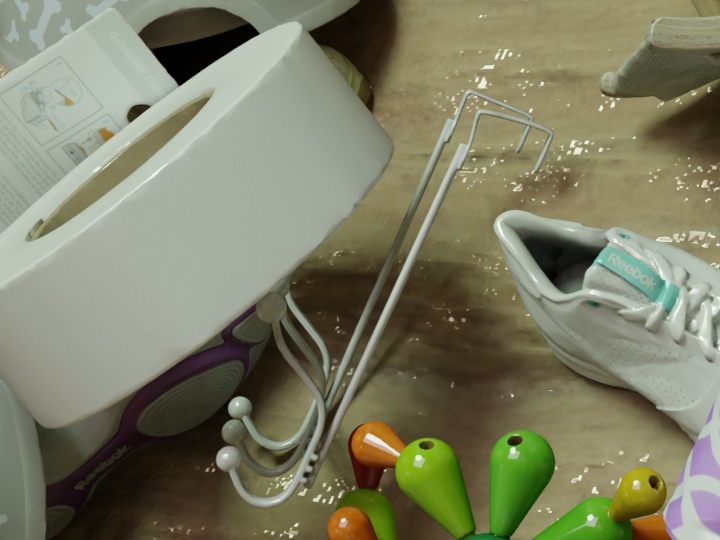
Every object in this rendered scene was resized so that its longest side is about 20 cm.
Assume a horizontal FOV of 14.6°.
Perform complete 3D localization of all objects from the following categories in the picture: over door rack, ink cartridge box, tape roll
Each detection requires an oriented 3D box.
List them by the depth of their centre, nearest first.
[{"bbox_3d":[-0.084,-0.020,1.225,0.202,0.071,0.202,-37,12,9],"label":"tape roll"},{"bbox_3d":[0.000,0.000,1.229,0.200,0.067,0.148,-54,4,6],"label":"over door rack"},{"bbox_3d":[-0.152,-0.031,1.370,0.200,0.160,0.047,-30,28,18],"label":"ink cartridge box"}]

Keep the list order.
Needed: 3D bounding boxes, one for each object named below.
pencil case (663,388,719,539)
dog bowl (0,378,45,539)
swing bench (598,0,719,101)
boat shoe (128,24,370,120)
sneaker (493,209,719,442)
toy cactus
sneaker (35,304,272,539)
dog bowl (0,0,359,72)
[{"bbox_3d":[0.187,0.034,1.058,0.084,0.085,0.200,-77,9,-77],"label":"pencil case"},{"bbox_3d":[-0.227,0.112,1.324,0.200,0.059,0.200,-1,88,49],"label":"dog bowl"},{"bbox_3d":[0.155,-0.183,1.186,0.130,0.199,0.200,-11,89,-2],"label":"swing bench"},{"bbox_3d":[-0.082,-0.111,1.458,0.201,0.063,0.073,21,72,46],"label":"boat shoe"},{"bbox_3d":[0.131,0.021,1.161,0.200,0.088,0.075,18,68,45],"label":"sneaker"},{"bbox_3d":[0.048,0.146,1.144,0.200,0.102,0.165,14,86,42],"label":"toy cactus"},{"bbox_3d":[-0.132,0.050,1.343,0.200,0.075,0.100,-37,64,8],"label":"sneaker"},{"bbox_3d":[-0.094,-0.158,1.436,0.200,0.059,0.200,-12,21,4],"label":"dog bowl"}]
